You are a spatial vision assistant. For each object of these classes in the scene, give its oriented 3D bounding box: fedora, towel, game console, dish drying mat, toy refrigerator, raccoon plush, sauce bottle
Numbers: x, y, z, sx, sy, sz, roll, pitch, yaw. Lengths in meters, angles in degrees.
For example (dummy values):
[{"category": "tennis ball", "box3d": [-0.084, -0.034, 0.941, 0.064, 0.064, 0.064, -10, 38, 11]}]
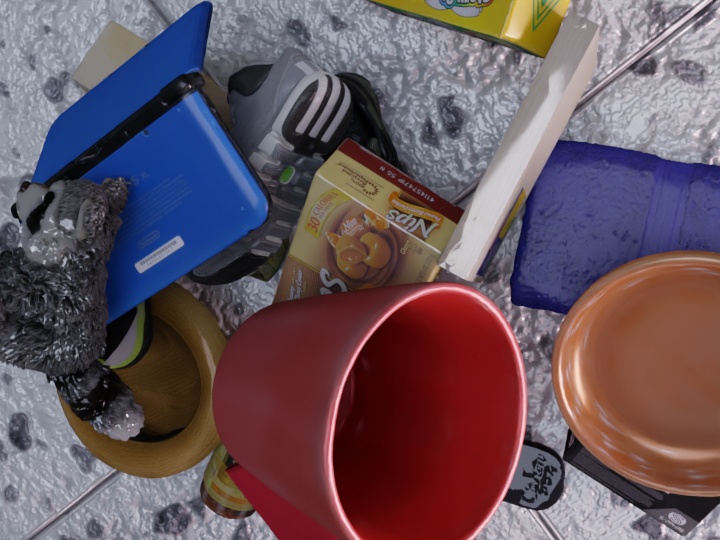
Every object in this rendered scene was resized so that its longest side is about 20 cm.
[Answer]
[{"category": "fedora", "box3d": [-0.189, 0.091, 0.903, 0.199, 0.082, 0.202, 2, 95, 23]}, {"category": "towel", "box3d": [0.232, -0.022, 0.804, 0.199, 0.050, 0.149, 12, 93, 13]}, {"category": "game console", "box3d": [-0.165, -0.084, 0.767, 0.199, 0.118, 0.171, -30, 98, 27]}, {"category": "dish drying mat", "box3d": [-0.034, 0.236, 0.836, 0.077, 0.018, 0.200, -32, 98, 44]}, {"category": "toy refrigerator", "box3d": [-0.146, -0.135, 0.859, 0.199, 0.076, 0.070, 33, 85, 8]}, {"category": "raccoon plush", "box3d": [-0.191, 0.019, 0.722, 0.134, 0.097, 0.200, -32, 126, 13]}, {"category": "sauce bottle", "box3d": [-0.087, 0.135, 0.870, 0.066, 0.066, 0.201, 29, 120, 9]}]

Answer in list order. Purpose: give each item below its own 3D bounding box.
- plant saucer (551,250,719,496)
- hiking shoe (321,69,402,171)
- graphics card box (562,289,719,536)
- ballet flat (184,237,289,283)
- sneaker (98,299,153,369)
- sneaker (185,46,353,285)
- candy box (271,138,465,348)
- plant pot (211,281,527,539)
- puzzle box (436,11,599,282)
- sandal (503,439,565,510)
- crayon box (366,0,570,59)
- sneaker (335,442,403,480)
[{"category": "plant saucer", "box3d": [0.242, 0.074, 0.714, 0.199, 0.037, 0.201, 8, 118, 16]}, {"category": "hiking shoe", "box3d": [0.004, -0.072, 0.823, 0.075, 0.101, 0.201, -25, 91, 15]}, {"category": "graphics card box", "box3d": [0.267, 0.109, 0.774, 0.125, 0.051, 0.201, 31, 121, 1]}, {"category": "ballet flat", "box3d": [-0.164, -0.022, 0.885, 0.198, 0.071, 0.071, 5, 99, 11]}, {"category": "sneaker", "box3d": [-0.230, -0.010, 0.826, 0.071, 0.083, 0.201, -26, 72, 22]}, {"category": "sneaker", "box3d": [-0.090, -0.091, 0.784, 0.200, 0.075, 0.116, -52, 46, 16]}, {"category": "candy box", "box3d": [0.000, 0.000, 0.803, 0.115, 0.055, 0.200, 33, 142, 8]}, {"category": "plant pot", "box3d": [-0.005, 0.100, 0.724, 0.177, 0.200, 0.202, 6, 101, 48]}, {"category": "puzzle box", "box3d": [0.121, -0.084, 0.736, 0.025, 0.133, 0.201, 28, 94, 11]}, {"category": "sandal", "box3d": [0.082, 0.167, 0.866, 0.199, 0.043, 0.077, 5, 99, 13]}, {"category": "crayon box", "box3d": [0.091, -0.271, 0.741, 0.200, 0.058, 0.174, 35, 111, 50]}, {"category": "sneaker", "box3d": [-0.009, 0.194, 0.851, 0.199, 0.071, 0.099, -18, 116, 36]}]
